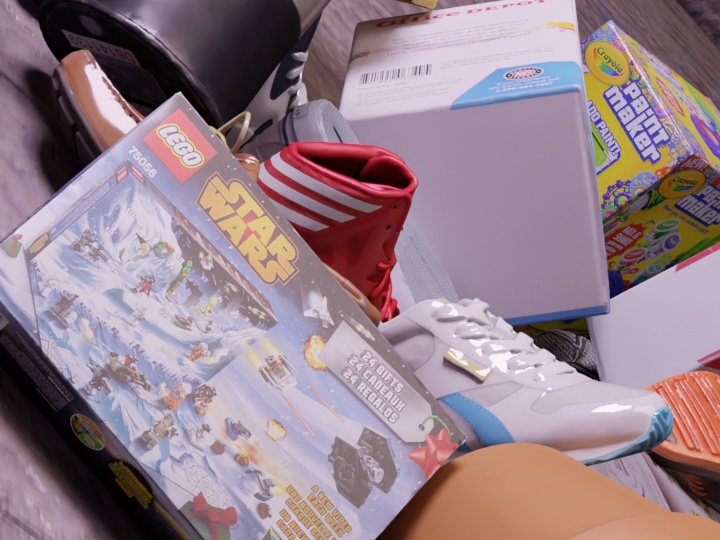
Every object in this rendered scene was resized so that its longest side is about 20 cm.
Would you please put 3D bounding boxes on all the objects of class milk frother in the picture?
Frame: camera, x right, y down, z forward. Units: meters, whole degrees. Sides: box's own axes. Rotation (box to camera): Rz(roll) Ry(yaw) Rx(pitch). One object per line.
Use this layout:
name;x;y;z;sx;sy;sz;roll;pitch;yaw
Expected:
milk frother;-0.095;-0.198;1.163;0.180;0.189;0.200;28;-23;21

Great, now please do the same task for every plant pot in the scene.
plant pot;0.082;0.172;1.013;0.200;0.200;0.140;37;6;-43

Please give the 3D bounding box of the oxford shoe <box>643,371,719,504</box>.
oxford shoe;0.212;0.110;1.344;0.199;0.073;0.072;13;44;-45

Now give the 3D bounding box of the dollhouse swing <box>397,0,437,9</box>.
dollhouse swing;-0.027;-0.264;1.426;0.198;0.183;0.176;17;-15;-1

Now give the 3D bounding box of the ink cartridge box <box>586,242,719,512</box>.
ink cartridge box;0.258;0.073;1.458;0.200;0.144;0.084;40;29;-42

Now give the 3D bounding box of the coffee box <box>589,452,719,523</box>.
coffee box;0.115;0.148;1.242;0.200;0.113;0.080;39;21;-40

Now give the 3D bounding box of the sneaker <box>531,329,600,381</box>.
sneaker;0.123;0.088;1.440;0.085;0.078;0.200;46;19;-19

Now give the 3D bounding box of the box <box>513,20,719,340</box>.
box;0.167;-0.049;1.632;0.200;0.192;0.123;23;34;-58

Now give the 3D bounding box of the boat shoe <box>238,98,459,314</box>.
boat shoe;0.000;0.000;1.308;0.201;0.066;0.074;62;24;-8

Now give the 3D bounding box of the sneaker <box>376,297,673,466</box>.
sneaker;0.058;0.056;1.124;0.076;0.198;0.082;-1;94;-61

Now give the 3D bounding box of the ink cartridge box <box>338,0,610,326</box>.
ink cartridge box;0.072;-0.068;1.414;0.200;0.145;0.147;-80;162;-67

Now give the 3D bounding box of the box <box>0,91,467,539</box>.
box;-0.063;0.042;0.976;0.200;0.040;0.137;50;54;-5

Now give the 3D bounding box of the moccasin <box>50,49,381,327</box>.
moccasin;-0.072;-0.033;1.118;0.201;0.078;0.074;45;-13;7

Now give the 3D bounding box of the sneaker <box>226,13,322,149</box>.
sneaker;-0.044;-0.129;1.336;0.199;0.129;0.080;41;21;-34

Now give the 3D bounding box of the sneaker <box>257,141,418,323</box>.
sneaker;0.007;0.013;1.214;0.200;0.115;0.079;43;19;-31

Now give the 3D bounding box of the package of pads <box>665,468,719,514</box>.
package of pads;0.213;0.139;1.600;0.201;0.068;0.154;54;16;3
